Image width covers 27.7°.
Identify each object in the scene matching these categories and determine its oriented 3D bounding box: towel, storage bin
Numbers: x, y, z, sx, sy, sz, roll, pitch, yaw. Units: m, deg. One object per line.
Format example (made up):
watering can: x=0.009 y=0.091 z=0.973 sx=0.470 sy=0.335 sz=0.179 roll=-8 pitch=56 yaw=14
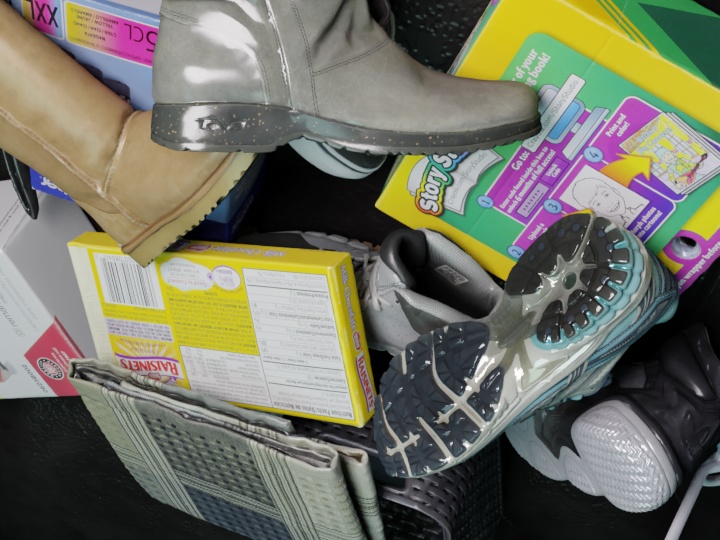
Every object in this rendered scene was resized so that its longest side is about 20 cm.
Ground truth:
towel: x=-0.076 y=0.126 z=0.928 sx=0.192 sy=0.035 sz=0.200 roll=18 pitch=153 yaw=20
storage bin: x=0.020 y=0.152 z=1.014 sx=0.135 sy=0.094 sz=0.200 roll=17 pitch=151 yaw=17

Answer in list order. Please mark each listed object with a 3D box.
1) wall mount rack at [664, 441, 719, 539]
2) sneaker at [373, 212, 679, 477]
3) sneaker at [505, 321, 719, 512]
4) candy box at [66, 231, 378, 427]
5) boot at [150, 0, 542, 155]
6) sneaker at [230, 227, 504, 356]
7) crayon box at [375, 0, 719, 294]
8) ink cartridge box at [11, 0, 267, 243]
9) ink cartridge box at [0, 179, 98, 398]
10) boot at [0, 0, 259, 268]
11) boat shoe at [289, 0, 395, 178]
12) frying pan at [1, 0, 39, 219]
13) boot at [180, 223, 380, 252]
wall mount rack: x=0.248 y=0.109 z=0.843 sx=0.173 sy=0.075 sz=0.200 roll=-8 pitch=149 yaw=-27
sneaker: x=0.092 y=0.057 z=0.796 sx=0.086 sy=0.078 sz=0.200 roll=22 pitch=129 yaw=-42
sneaker: x=0.162 y=0.080 z=0.910 sx=0.200 sy=0.114 sz=0.076 roll=23 pitch=139 yaw=64
candy box: x=-0.085 y=0.032 z=0.870 sx=0.199 sy=0.026 sz=0.103 roll=6 pitch=120 yaw=33
boot: x=-0.006 y=-0.122 z=0.693 sx=0.199 sy=0.068 sz=0.131 roll=0 pitch=99 yaw=-10
sneaker: x=0.000 y=0.000 z=0.855 sx=0.199 sy=0.075 sz=0.116 roll=14 pitch=157 yaw=10
crayon box: x=0.123 y=-0.066 z=0.786 sx=0.172 sy=0.058 sz=0.200 roll=30 pitch=141 yaw=-3
ink cartridge box: x=-0.126 y=-0.098 z=0.867 sx=0.136 sy=0.076 sz=0.200 roll=18 pitch=141 yaw=9
ink cartridge box: x=-0.276 y=0.019 z=1.060 sx=0.199 sy=0.084 sz=0.145 roll=-5 pitch=131 yaw=31
boot: x=-0.155 y=-0.099 z=0.773 sx=0.200 sy=0.066 sz=0.175 roll=40 pitch=134 yaw=-13
boat shoe: x=-0.018 y=-0.126 z=0.776 sx=0.071 sy=0.072 sz=0.200 roll=1 pitch=139 yaw=30
frying pan: x=-0.242 y=-0.127 z=0.892 sx=0.115 sy=0.031 sz=0.190 roll=41 pitch=141 yaw=28
boot: x=-0.046 y=0.033 z=0.943 sx=0.199 sy=0.107 sz=0.075 roll=8 pitch=135 yaw=18
